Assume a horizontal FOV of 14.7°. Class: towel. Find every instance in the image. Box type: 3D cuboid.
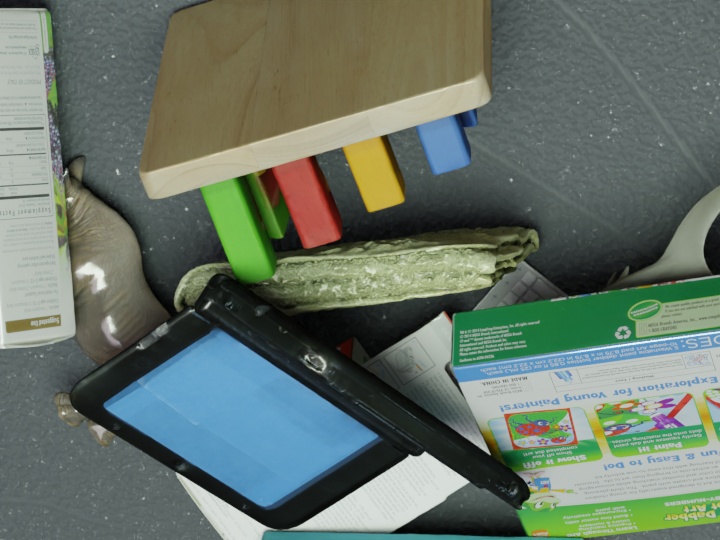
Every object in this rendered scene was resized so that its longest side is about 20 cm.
[{"bbox_3d":[0.000,0.000,1.653,0.199,0.148,0.037,-8,92,13],"label":"towel"}]

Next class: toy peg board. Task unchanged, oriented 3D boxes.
[{"bbox_3d":[-0.010,-0.090,1.606,0.198,0.200,0.098,-15,120,11],"label":"toy peg board"}]

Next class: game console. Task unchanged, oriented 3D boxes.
[{"bbox_3d":[-0.034,0.100,1.593,0.200,0.176,0.117,35,89,-40],"label":"game console"}]

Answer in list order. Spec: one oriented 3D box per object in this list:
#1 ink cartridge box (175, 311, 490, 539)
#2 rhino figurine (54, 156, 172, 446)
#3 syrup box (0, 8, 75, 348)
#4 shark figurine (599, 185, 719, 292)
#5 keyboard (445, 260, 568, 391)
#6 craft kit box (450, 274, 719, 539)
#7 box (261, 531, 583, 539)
[{"bbox_3d":[-0.003,0.107,1.724,0.199,0.050,0.109,-32,108,13],"label":"ink cartridge box"},{"bbox_3d":[-0.170,0.007,1.721,0.087,0.060,0.201,-24,96,19],"label":"rhino figurine"},{"bbox_3d":[-0.230,-0.053,1.664,0.078,0.081,0.201,-4,93,28],"label":"syrup box"},{"bbox_3d":[0.161,0.027,1.663,0.127,0.090,0.215,6,143,5],"label":"shark figurine"},{"bbox_3d":[0.057,0.081,1.741,0.056,0.011,0.200,39,108,-6],"label":"keyboard"},{"bbox_3d":[0.171,0.082,1.618,0.199,0.049,0.198,-8,139,14],"label":"craft kit box"},{"bbox_3d":[0.037,0.207,1.701,0.199,0.049,0.083,1,118,7],"label":"box"}]
